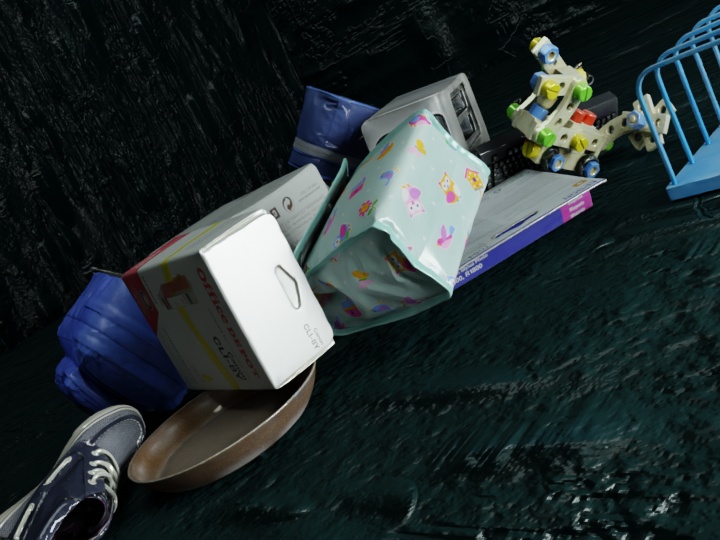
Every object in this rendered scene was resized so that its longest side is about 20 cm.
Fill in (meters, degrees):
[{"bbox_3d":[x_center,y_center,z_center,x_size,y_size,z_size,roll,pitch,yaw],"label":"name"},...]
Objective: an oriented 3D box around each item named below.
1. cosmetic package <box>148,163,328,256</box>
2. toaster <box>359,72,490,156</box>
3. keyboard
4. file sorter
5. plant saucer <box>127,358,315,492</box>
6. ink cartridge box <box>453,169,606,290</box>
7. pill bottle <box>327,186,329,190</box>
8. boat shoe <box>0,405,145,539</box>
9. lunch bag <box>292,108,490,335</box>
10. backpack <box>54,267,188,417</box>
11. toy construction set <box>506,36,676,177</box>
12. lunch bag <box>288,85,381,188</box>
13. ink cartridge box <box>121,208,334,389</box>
[{"bbox_3d":[-0.130,-0.007,1.064,0.198,0.167,0.164,-17,17,43],"label":"cosmetic package"},{"bbox_3d":[0.100,-0.141,1.069,0.116,0.184,0.200,-16,15,23],"label":"toaster"},{"bbox_3d":[0.225,-0.167,0.985,0.197,0.129,0.021,-24,34,-15],"label":"keyboard"},{"bbox_3d":[0.358,-0.175,0.751,0.137,0.124,0.199,-15,19,49],"label":"file sorter"},{"bbox_3d":[-0.122,0.143,0.766,0.197,0.033,0.200,-28,12,6],"label":"plant saucer"},{"bbox_3d":[0.144,-0.040,0.886,0.194,0.044,0.200,-30,16,-6],"label":"ink cartridge box"},{"bbox_3d":[0.015,-0.137,1.385,0.198,0.116,0.114,-17,16,42],"label":"pill bottle"},{"bbox_3d":[-0.241,0.197,0.750,0.091,0.076,0.201,-12,28,34],"label":"boat shoe"},{"bbox_3d":[0.013,-0.034,0.813,0.199,0.121,0.172,-29,28,47],"label":"lunch bag"},{"bbox_3d":[-0.269,0.100,0.985,0.199,0.161,0.171,-6,56,59],"label":"backpack"},{"bbox_3d":[0.250,-0.172,0.929,0.133,0.196,0.093,-66,26,25],"label":"toy construction set"},{"bbox_3d":[0.001,-0.173,1.201,0.196,0.135,0.136,12,13,-29],"label":"lunch bag"},{"bbox_3d":[-0.135,0.035,0.808,0.083,0.147,0.198,-36,15,-34],"label":"ink cartridge box"}]
